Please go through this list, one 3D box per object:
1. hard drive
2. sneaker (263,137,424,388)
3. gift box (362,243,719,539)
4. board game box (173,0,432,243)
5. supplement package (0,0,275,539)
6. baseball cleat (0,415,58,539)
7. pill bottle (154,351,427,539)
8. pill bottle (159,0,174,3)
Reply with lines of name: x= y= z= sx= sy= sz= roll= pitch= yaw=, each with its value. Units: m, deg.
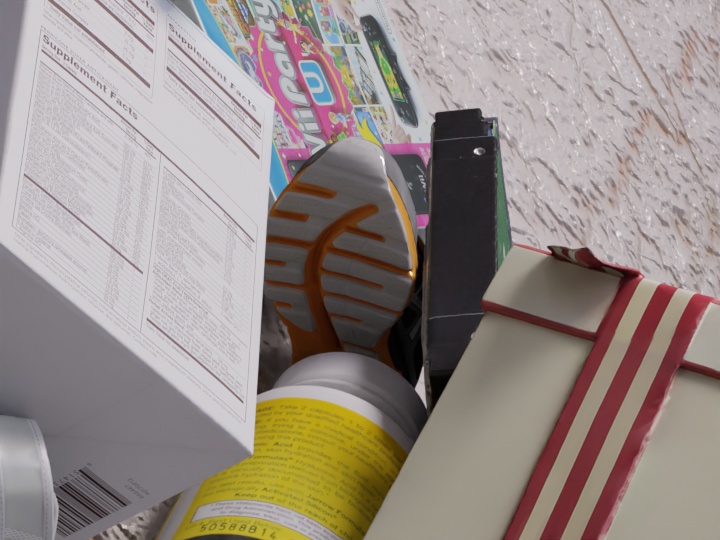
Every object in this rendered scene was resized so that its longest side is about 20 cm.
hard drive: x=0.055 y=0.035 z=1.331 sx=0.200 sy=0.038 sz=0.140 roll=-86 pitch=170 yaw=-50
sneaker: x=0.000 y=0.000 z=1.339 sx=0.200 sy=0.078 sz=0.077 roll=91 pitch=22 yaw=-52
gift box: x=0.126 y=0.098 z=1.166 sx=0.187 sy=0.184 sz=0.200 roll=-60 pitch=152 yaw=-24
board game box: x=-0.035 y=-0.072 z=1.444 sx=0.200 sy=0.064 sz=0.148 roll=-7 pitch=72 yaw=-60
supplement package: x=-0.139 y=-0.012 z=1.114 sx=0.151 sy=0.151 sz=0.200 roll=42 pitch=33 yaw=-34
baseball cleat: x=-0.176 y=0.064 z=1.009 sx=0.200 sy=0.106 sz=0.070 roll=59 pitch=2 yaw=-45
pill bottle: x=-0.029 y=0.120 z=1.228 sx=0.111 sy=0.111 sz=0.200 roll=53 pitch=29 yaw=-16
pill bottle: x=-0.104 y=-0.220 z=1.156 sx=0.200 sy=0.114 sz=0.114 roll=56 pitch=28 yaw=-19
